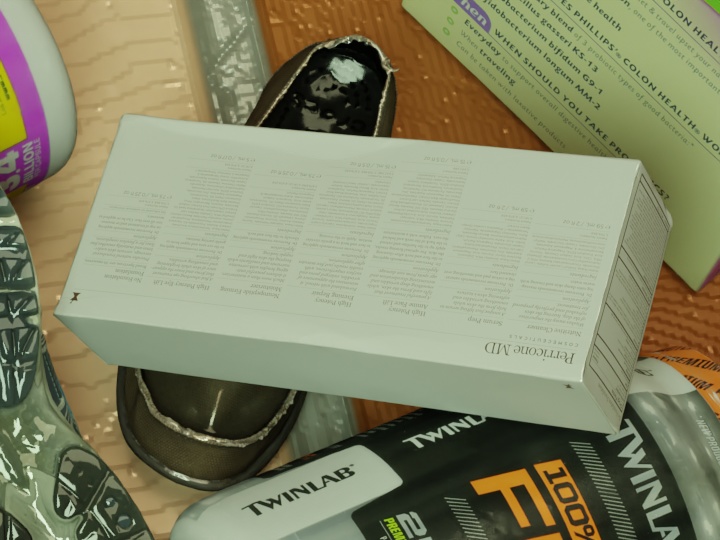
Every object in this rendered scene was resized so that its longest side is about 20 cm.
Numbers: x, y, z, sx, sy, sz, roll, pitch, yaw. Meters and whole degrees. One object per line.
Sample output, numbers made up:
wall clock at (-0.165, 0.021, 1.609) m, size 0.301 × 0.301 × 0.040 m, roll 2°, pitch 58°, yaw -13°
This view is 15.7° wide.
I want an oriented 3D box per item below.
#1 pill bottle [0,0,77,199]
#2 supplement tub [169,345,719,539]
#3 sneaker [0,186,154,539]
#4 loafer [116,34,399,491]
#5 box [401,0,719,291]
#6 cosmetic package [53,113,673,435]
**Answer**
pill bottle at (-0.209, -0.040, 0.942) m, size 0.200 × 0.104 × 0.104 m, roll -30°, pitch 72°, yaw -24°
supplement tub at (0.044, 0.104, 0.911) m, size 0.200 × 0.123 × 0.123 m, roll -22°, pitch 69°, yaw -21°
sneaker at (-0.139, 0.045, 0.904) m, size 0.077 × 0.086 × 0.200 m, roll -23°, pitch 90°, yaw -15°
loafer at (-0.038, -0.013, 0.983) m, size 0.073 × 0.071 × 0.200 m, roll 19°, pitch 60°, yaw -2°
box at (0.126, -0.122, 1.003) m, size 0.097 × 0.200 × 0.176 m, roll -38°, pitch 75°, yaw -26°
cosmetic package at (0.000, 0.000, 0.900) m, size 0.199 × 0.051 × 0.083 m, roll 7°, pitch 65°, yaw 26°
